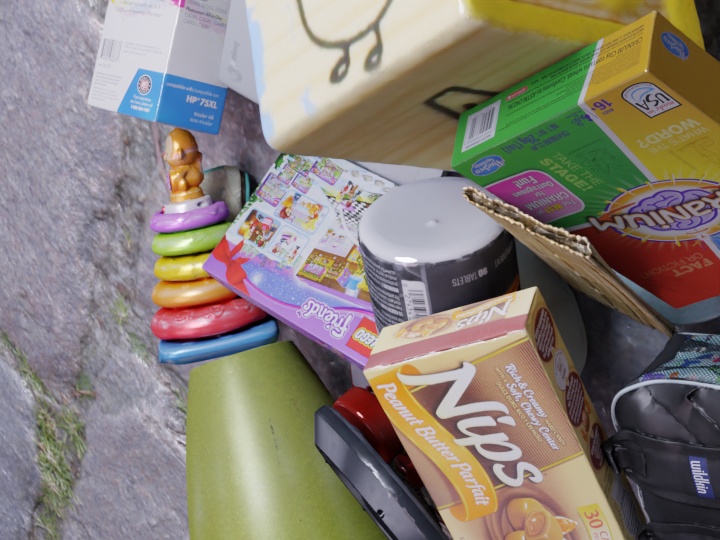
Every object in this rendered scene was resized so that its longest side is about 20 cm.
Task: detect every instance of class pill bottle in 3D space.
[{"bbox_3d":[0.065,0.043,0.962,0.106,0.106,0.200,21,136,38],"label":"pill bottle"}]

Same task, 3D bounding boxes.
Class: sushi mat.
[{"bbox_3d":[0.138,-0.002,0.864,0.096,0.200,0.012,28,88,31],"label":"sushi mat"}]

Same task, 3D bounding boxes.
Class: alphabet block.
[{"bbox_3d":[0.060,-0.184,0.833,0.200,0.196,0.196,-26,69,50],"label":"alphabet block"}]

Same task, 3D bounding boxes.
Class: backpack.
[{"bbox_3d":[0.279,0.122,0.843,0.200,0.150,0.178,0,116,54],"label":"backpack"}]

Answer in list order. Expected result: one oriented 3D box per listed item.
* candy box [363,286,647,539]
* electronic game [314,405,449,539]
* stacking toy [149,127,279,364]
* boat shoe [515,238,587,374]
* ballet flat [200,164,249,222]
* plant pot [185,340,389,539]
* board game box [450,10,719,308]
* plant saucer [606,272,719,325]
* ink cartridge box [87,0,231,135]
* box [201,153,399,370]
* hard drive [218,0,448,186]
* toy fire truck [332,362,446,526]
[{"bbox_3d":[0.099,0.118,0.895,0.115,0.055,0.200,-16,114,25],"label":"candy box"},{"bbox_3d":[0.032,0.181,1.017,0.200,0.042,0.200,50,171,10],"label":"electronic game"},{"bbox_3d":[-0.142,-0.025,1.183,0.116,0.109,0.201,-121,20,-78],"label":"stacking toy"},{"bbox_3d":[0.111,-0.007,1.012,0.062,0.073,0.200,-2,115,43],"label":"boat shoe"},{"bbox_3d":[-0.132,-0.004,1.271,0.067,0.062,0.201,-119,25,-65],"label":"ballet flat"},{"bbox_3d":[-0.073,0.167,1.159,0.187,0.187,0.200,-22,82,50],"label":"plant pot"},{"bbox_3d":[0.177,-0.054,0.785,0.200,0.040,0.153,29,148,-28],"label":"board game box"},{"bbox_3d":[0.198,-0.062,0.914,0.201,0.039,0.201,25,128,37],"label":"plant saucer"},{"bbox_3d":[-0.153,-0.222,1.131,0.116,0.067,0.201,19,98,48],"label":"ink cartridge box"},{"bbox_3d":[-0.017,-0.013,1.081,0.200,0.137,0.039,29,171,37],"label":"box"},{"bbox_3d":[-0.013,-0.144,1.040,0.200,0.026,0.132,31,145,8],"label":"hard drive"},{"bbox_3d":[0.067,0.152,1.132,0.200,0.112,0.168,38,153,27],"label":"toy fire truck"}]
